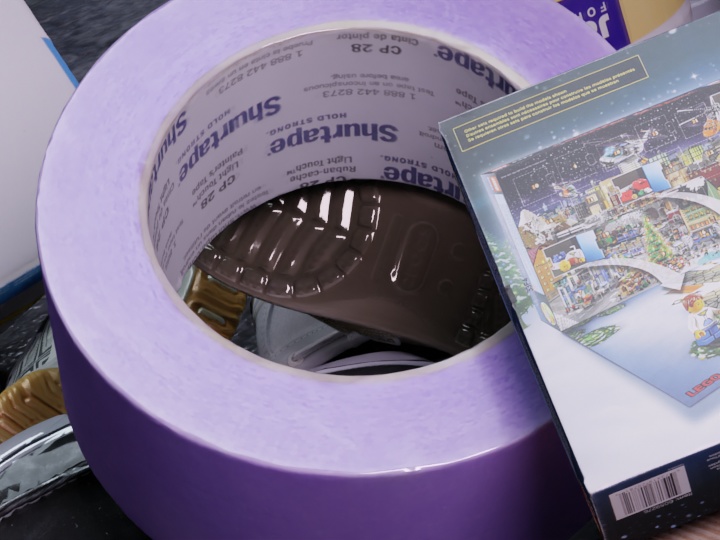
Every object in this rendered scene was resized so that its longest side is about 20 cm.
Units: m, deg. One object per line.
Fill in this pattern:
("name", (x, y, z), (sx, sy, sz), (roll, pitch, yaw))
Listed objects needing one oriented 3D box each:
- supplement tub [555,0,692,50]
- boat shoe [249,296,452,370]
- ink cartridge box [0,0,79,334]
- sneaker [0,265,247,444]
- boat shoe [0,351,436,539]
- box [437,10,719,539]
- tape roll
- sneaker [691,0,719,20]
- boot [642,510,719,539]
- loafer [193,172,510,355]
("supplement tub", (0.063, -0.143, 1.246), (0.145, 0.200, 0.145), (-16, 20, 6))
("boat shoe", (0.056, 0.008, 1.064), (0.200, 0.072, 0.069), (-11, 53, 5))
("ink cartridge box", (-0.213, -0.023, 1.145), (0.145, 0.147, 0.200), (-33, -3, -35))
("sneaker", (-0.105, 0.065, 1.062), (0.088, 0.076, 0.200), (-47, 7, 47))
("boat shoe", (-0.052, 0.078, 0.954), (0.199, 0.074, 0.068), (-11, 5, -8))
("box", (0.137, -0.019, 0.811), (0.200, 0.038, 0.137), (-21, 54, 2))
("tape roll", (0.000, 0.000, 0.902), (0.200, 0.085, 0.200), (0, 56, 1))
("sneaker", (0.188, -0.167, 1.390), (0.200, 0.071, 0.073), (-25, 21, -18))
("boot", (0.087, 0.114, 0.730), (0.155, 0.077, 0.200), (-27, 19, -27))
("loafer", (0.008, -0.008, 1.011), (0.200, 0.076, 0.068), (26, -3, 19))
